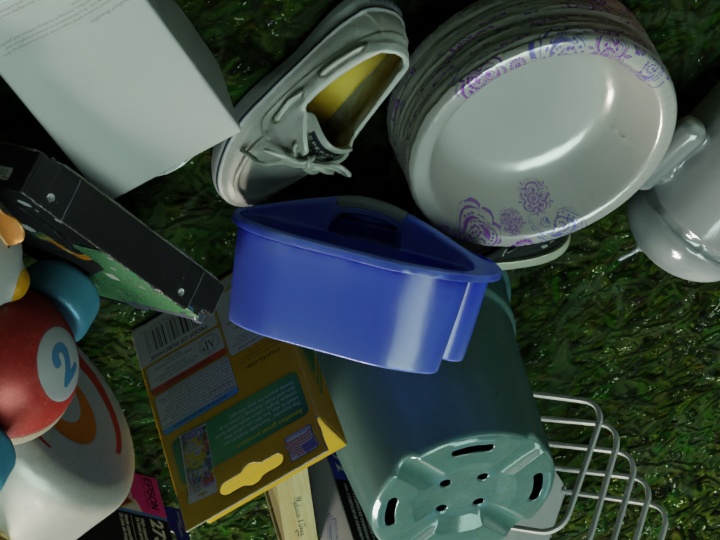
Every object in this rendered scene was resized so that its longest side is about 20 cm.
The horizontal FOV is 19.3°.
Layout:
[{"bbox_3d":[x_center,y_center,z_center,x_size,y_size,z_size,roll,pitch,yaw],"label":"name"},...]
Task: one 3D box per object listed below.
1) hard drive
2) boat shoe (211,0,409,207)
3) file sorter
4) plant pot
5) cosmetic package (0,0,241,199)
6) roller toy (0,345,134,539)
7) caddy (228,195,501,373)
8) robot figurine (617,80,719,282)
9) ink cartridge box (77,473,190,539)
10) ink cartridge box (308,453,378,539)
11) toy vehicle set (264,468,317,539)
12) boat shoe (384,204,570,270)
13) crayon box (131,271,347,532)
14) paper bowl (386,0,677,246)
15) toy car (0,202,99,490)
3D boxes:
[{"bbox_3d":[-0.203,-0.030,1.472,0.200,0.140,0.038,39,70,-43],"label":"hard drive"},{"bbox_3d":[-0.031,-0.098,1.494,0.075,0.086,0.202,23,125,-37],"label":"boat shoe"},{"bbox_3d":[0.168,0.206,1.824,0.124,0.139,0.200,5,149,31],"label":"file sorter"},{"bbox_3d":[0.054,0.105,1.663,0.200,0.196,0.200,-12,137,-11],"label":"plant pot"},{"bbox_3d":[-0.174,-0.148,1.393,0.113,0.081,0.200,-26,139,6],"label":"cosmetic package"},{"bbox_3d":[-0.270,0.133,1.568,0.140,0.200,0.182,-36,157,18],"label":"roller toy"},{"bbox_3d":[0.000,0.000,1.514,0.141,0.200,0.105,-14,117,-71],"label":"caddy"},{"bbox_3d":[0.283,-0.070,1.631,0.169,0.113,0.200,20,124,-35],"label":"robot figurine"},{"bbox_3d":[-0.210,0.204,1.736,0.200,0.095,0.037,21,123,-37],"label":"ink cartridge box"},{"bbox_3d":[0.009,0.197,1.737,0.094,0.200,0.044,12,130,-32],"label":"ink cartridge box"},{"bbox_3d":[-0.065,0.152,1.717,0.026,0.124,0.200,-14,138,-7],"label":"toy vehicle set"},{"bbox_3d":[0.066,-0.026,1.610,0.199,0.075,0.066,-9,147,-7],"label":"boat shoe"},{"bbox_3d":[-0.090,0.099,1.595,0.126,0.200,0.052,-30,138,11],"label":"crayon box"},{"bbox_3d":[0.117,-0.120,1.519,0.200,0.104,0.201,-12,137,-11],"label":"paper bowl"},{"bbox_3d":[-0.257,0.012,1.395,0.177,0.184,0.200,25,138,-2],"label":"toy car"}]
